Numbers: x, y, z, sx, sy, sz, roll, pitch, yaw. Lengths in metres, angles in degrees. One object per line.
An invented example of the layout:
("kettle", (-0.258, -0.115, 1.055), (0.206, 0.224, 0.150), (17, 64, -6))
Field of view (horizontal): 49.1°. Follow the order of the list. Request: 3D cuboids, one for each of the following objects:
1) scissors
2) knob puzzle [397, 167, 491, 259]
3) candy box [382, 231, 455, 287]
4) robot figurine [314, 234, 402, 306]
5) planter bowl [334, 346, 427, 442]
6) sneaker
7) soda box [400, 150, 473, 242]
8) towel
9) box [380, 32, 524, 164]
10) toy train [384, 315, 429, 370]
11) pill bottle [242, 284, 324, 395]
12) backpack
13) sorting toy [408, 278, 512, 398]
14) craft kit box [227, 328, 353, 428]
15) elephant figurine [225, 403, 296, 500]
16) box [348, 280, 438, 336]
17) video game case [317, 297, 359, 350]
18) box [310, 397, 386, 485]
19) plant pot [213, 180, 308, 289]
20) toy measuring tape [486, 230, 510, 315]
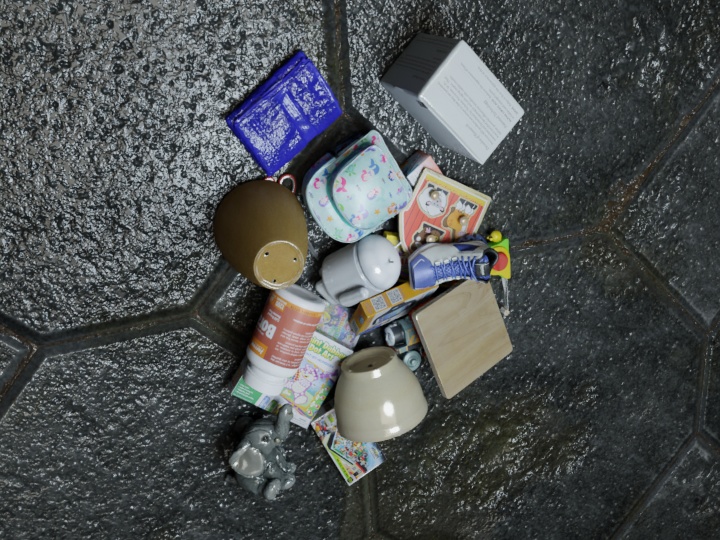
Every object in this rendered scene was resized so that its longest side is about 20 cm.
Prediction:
("scissors", (-0.142, -0.100, 1.580), (0.072, 0.014, 0.203), (-23, 117, -14))
("knob puzzle", (0.162, -0.086, 1.623), (0.215, 0.030, 0.224), (-8, 112, -19))
("candy box", (0.127, -0.022, 1.699), (0.196, 0.026, 0.104), (7, 111, -23))
("robot figurine", (0.000, 0.000, 1.582), (0.198, 0.172, 0.113), (-26, 127, 33))
("planter bowl", (0.030, 0.243, 1.638), (0.197, 0.200, 0.137), (-19, 107, -14))
("sneaker", (0.198, -0.015, 1.583), (0.196, 0.115, 0.082), (-19, 112, -20))
("soda box", (0.160, -0.151, 1.651), (0.068, 0.064, 0.201), (-41, 117, -3))
("towel", (-0.140, -0.293, 1.490), (0.199, 0.050, 0.148), (-41, 117, -3))
("box", (0.172, -0.333, 1.514), (0.199, 0.199, 0.131), (40, 92, -28))
("toy train", (0.141, 0.141, 1.737), (0.196, 0.085, 0.116), (-17, 110, -18))
("pill bottle", (-0.154, 0.133, 1.533), (0.111, 0.112, 0.203), (20, 100, -26))
("backpack", (-0.011, -0.156, 1.539), (0.198, 0.151, 0.179), (-33, 110, 1))
("sorting toy", (0.205, 0.130, 1.679), (0.198, 0.069, 0.202), (-31, 109, -25))
("craft kit box", (-0.145, 0.205, 1.649), (0.198, 0.048, 0.200), (29, 93, -27))
("elephant figurine", (-0.213, 0.364, 1.650), (0.154, 0.141, 0.203), (-30, 125, -25))
("box", (0.079, 0.068, 1.659), (0.197, 0.119, 0.042), (-20, 72, -20))
("video game case", (-0.095, 0.129, 1.675), (0.197, 0.018, 0.145), (20, 100, -26))
("box", (-0.029, 0.378, 1.779), (0.109, 0.035, 0.202), (-32, 117, -8))
("plant pot", (-0.171, -0.049, 1.471), (0.182, 0.200, 0.190), (-7, 114, -15))
("toy measuring tape", (0.297, 0.009, 1.759), (0.072, 0.074, 0.204), (-12, 112, -17))
